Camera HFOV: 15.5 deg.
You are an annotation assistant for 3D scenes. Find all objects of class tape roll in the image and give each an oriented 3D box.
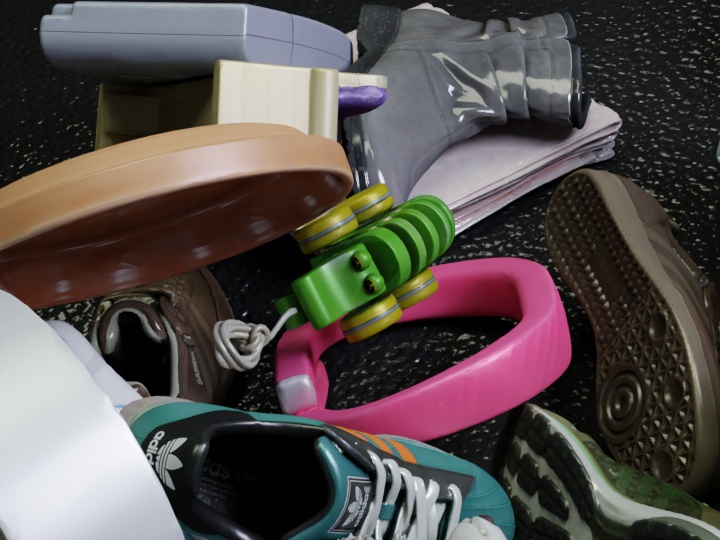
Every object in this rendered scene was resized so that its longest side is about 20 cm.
[{"bbox_3d":[-0.152,0.109,1.127,0.071,0.203,0.202,-31,39,-27],"label":"tape roll"}]

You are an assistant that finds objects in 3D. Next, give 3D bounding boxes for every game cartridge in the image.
[{"bbox_3d":[-0.077,-0.117,1.436,0.132,0.042,0.200,7,0,16],"label":"game cartridge"}]

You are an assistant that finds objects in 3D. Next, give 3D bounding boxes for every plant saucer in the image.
[{"bbox_3d":[-0.102,-0.025,1.185,0.199,0.033,0.200,-16,-9,-2],"label":"plant saucer"}]

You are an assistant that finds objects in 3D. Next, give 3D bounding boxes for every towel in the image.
[{"bbox_3d":[0.018,-0.076,1.503,0.190,0.032,0.200,-26,37,-23],"label":"towel"}]

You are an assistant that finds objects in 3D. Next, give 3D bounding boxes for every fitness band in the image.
[{"bbox_3d":[0.030,0.037,1.283,0.143,0.038,0.200,-17,14,4],"label":"fitness band"}]

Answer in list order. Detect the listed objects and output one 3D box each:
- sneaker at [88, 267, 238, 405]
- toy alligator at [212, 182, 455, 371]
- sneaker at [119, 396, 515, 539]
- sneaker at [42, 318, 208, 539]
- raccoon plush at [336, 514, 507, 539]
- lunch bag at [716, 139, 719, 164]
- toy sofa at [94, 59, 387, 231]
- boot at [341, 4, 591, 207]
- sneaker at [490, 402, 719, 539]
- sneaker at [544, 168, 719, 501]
[{"bbox_3d":[-0.100,0.035,1.319,0.070,0.076,0.201,-8,35,2],"label":"sneaker"},{"bbox_3d":[0.000,0.000,1.243,0.054,0.060,0.200,-25,5,32],"label":"toy alligator"},{"bbox_3d":[-0.010,0.101,1.126,0.199,0.072,0.080,13,-1,-28],"label":"sneaker"},{"bbox_3d":[-0.084,0.103,1.194,0.086,0.075,0.201,-22,71,-38],"label":"sneaker"},{"bbox_3d":[0.024,0.195,1.087,0.096,0.134,0.201,13,79,40],"label":"raccoon plush"},{"bbox_3d":[0.281,-0.060,1.256,0.168,0.128,0.200,-2,31,-10],"label":"lunch bag"},{"bbox_3d":[-0.065,-0.059,1.381,0.097,0.083,0.200,4,-2,-25],"label":"toy sofa"},{"bbox_3d":[0.059,-0.087,1.429,0.131,0.070,0.201,2,40,6],"label":"boot"},{"bbox_3d":[0.129,0.122,1.174,0.088,0.077,0.200,7,20,-36],"label":"sneaker"},{"bbox_3d":[0.152,0.030,1.277,0.075,0.071,0.201,15,42,-31],"label":"sneaker"}]
